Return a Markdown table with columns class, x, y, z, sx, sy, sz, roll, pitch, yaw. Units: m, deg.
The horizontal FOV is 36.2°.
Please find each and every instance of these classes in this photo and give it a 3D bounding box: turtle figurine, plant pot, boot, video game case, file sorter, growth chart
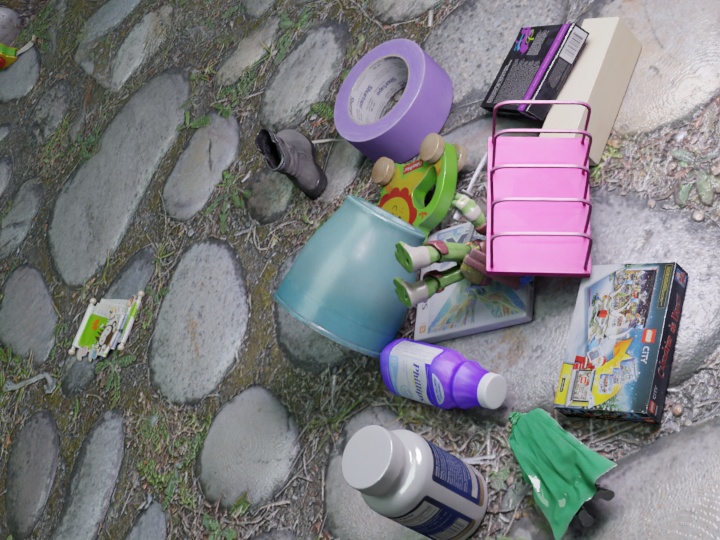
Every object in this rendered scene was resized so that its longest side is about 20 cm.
| class | x | y | z | sx | sy | sz | roll | pitch | yaw |
| --- | --- | --- | --- | --- | --- | --- | --- | --- | --- |
| turtle figurine | 0.130 | -0.038 | 1.551 | 0.202 | 0.192 | 0.144 | 67 | 159 | 12 |
| plant pot | 0.000 | 0.000 | 1.637 | 0.200 | 0.199 | 0.189 | 37 | 101 | 49 |
| boot | -0.139 | -0.222 | 1.988 | 0.070 | 0.131 | 0.200 | -48 | 41 | 10 |
| video game case | 0.169 | 0.007 | 1.624 | 0.199 | 0.022 | 0.184 | -15 | 55 | 37 |
| file sorter | 0.235 | -0.109 | 1.439 | 0.137 | 0.126 | 0.202 | 1 | 68 | 6 |
| growth chart | -0.516 | 0.114 | 2.230 | 0.199 | 0.018 | 0.146 | -5 | 62 | 43 |

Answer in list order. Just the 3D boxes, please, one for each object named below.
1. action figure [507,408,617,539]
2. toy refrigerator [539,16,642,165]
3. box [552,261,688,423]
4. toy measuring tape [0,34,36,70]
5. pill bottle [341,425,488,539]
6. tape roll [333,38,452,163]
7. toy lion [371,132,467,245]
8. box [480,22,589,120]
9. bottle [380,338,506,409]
| class | x | y | z | sx | sy | sz | roll | pitch | yaw |
| --- | --- | --- | --- | --- | --- | --- | --- | --- | --- |
| action figure | 0.240 | 0.235 | 1.384 | 0.118 | 0.054 | 0.200 | -51 | 34 | 9 |
| toy refrigerator | 0.332 | -0.259 | 1.595 | 0.070 | 0.076 | 0.202 | 8 | 72 | 46 |
| box | 0.331 | 0.089 | 1.400 | 0.136 | 0.038 | 0.202 | -2 | 64 | 44 |
| toy measuring tape | -1.013 | -0.633 | 3.155 | 0.199 | 0.073 | 0.074 | -24 | 50 | 32 |
| pill bottle | 0.068 | 0.272 | 1.416 | 0.110 | 0.199 | 0.112 | -23 | 50 | 31 |
| tape roll | 0.055 | -0.287 | 1.878 | 0.199 | 0.085 | 0.202 | -23 | 51 | 32 |
| toy lion | 0.076 | -0.096 | 1.737 | 0.199 | 0.068 | 0.194 | -21 | 56 | 50 |
| box | 0.258 | -0.299 | 1.659 | 0.144 | 0.036 | 0.200 | -62 | 18 | 3 |
| bottle | 0.115 | 0.150 | 1.539 | 0.065 | 0.084 | 0.199 | -30 | 27 | -35 |
